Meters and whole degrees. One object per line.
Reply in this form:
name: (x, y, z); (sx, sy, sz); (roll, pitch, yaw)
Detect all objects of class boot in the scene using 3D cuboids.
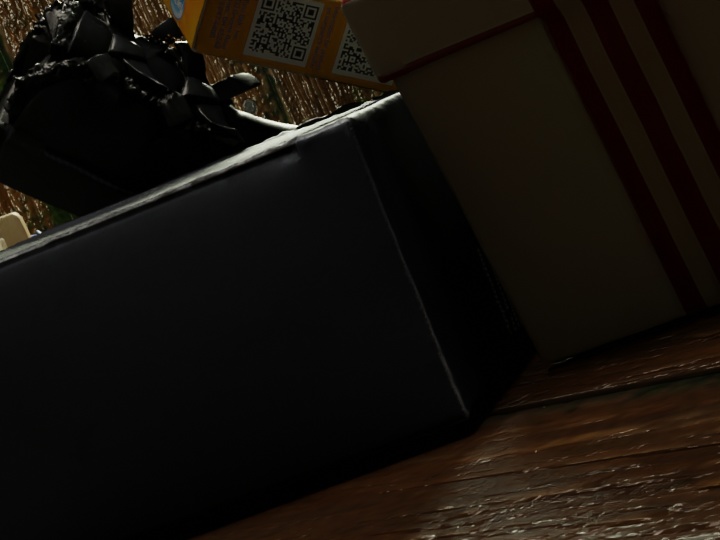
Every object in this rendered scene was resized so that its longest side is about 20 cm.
boot: (-0.100, -0.026, 1.092); (0.198, 0.162, 0.073); (-52, 20, 40)

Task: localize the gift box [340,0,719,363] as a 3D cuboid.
gift box: (0.119, -0.109, 0.897); (0.200, 0.187, 0.185); (-24, 21, 16)

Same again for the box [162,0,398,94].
box: (0.012, -0.111, 1.055); (0.200, 0.041, 0.119); (12, 20, -21)

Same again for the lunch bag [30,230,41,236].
lunch bag: (-0.261, 0.051, 1.644); (0.200, 0.076, 0.160); (-26, 27, -11)

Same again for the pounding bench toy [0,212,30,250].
pounding bench toy: (-0.262, 0.014, 1.474); (0.124, 0.200, 0.156); (-23, 5, 2)

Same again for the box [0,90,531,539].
box: (-0.048, 0.017, 0.932); (0.197, 0.117, 0.200); (-21, 4, 16)
